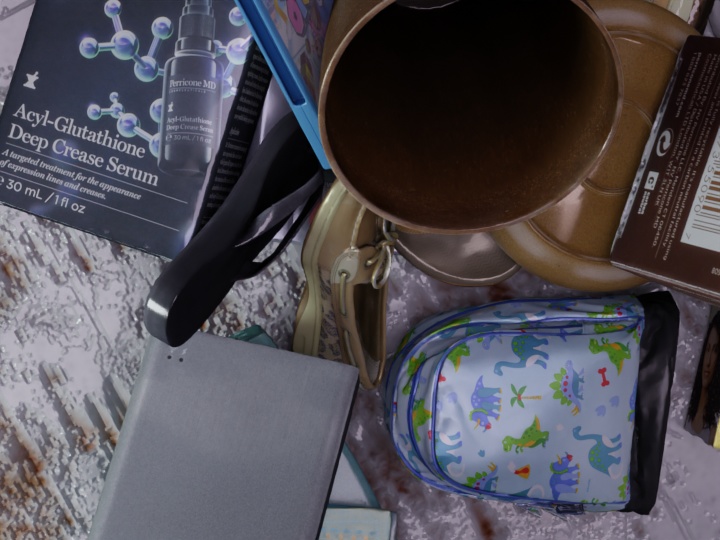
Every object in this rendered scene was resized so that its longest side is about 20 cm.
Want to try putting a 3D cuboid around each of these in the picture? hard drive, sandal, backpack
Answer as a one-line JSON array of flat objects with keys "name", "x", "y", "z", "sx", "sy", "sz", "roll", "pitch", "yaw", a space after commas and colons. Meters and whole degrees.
[{"name": "hard drive", "x": -0.091, "y": 0.142, "z": 1.381, "sx": 0.138, "sy": 0.033, "sz": 0.201, "roll": 12, "pitch": 66, "yaw": 7}, {"name": "sandal", "x": -0.065, "y": -0.025, "z": 1.424, "sx": 0.043, "sy": 0.076, "sz": 0.201, "roll": 27, "pitch": 65, "yaw": 20}, {"name": "backpack", "x": 0.114, "y": 0.092, "z": 1.515, "sx": 0.198, "sy": 0.154, "sz": 0.165, "roll": 8, "pitch": 102, "yaw": 5}, {"name": "sandal", "x": 0.033, "y": -0.063, "z": 1.487, "sx": 0.080, "sy": 0.054, "sz": 0.200, "roll": -44, "pitch": 99, "yaw": -2}]

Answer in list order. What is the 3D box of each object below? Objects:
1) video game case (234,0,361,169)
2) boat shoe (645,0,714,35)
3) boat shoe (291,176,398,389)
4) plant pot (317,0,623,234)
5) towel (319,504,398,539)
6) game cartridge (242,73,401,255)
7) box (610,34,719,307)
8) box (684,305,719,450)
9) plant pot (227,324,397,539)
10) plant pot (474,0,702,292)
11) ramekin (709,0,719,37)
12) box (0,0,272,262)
[{"name": "video game case", "x": -0.043, "y": -0.184, "z": 1.390, "sx": 0.018, "sy": 0.144, "sz": 0.201, "roll": -12, "pitch": 127, "yaw": 22}, {"name": "boat shoe", "x": 0.183, "y": -0.126, "z": 1.536, "sx": 0.076, "sy": 0.072, "sz": 0.201, "roll": 21, "pitch": 92, "yaw": 16}, {"name": "boat shoe", "x": 0.000, "y": 0.000, "z": 1.467, "sx": 0.062, "sy": 0.201, "sz": 0.073, "roll": 27, "pitch": 52, "yaw": 15}, {"name": "plant pot", "x": 0.055, "y": -0.158, "z": 1.391, "sx": 0.185, "sy": 0.201, "sz": 0.188, "roll": -4, "pitch": 128, "yaw": -5}, {"name": "towel", "x": -0.060, "y": 0.244, "z": 1.415, "sx": 0.145, "sy": 0.022, "sz": 0.202, "roll": 8, "pitch": 91, "yaw": -3}, {"name": "game cartridge", "x": 0.014, "y": -0.079, "z": 1.528, "sx": 0.198, "sy": 0.041, "sz": 0.134, "roll": 5, "pitch": 91, "yaw": -8}, {"name": "box", "x": 0.301, "y": -0.039, "z": 1.418, "sx": 0.199, "sy": 0.164, "sz": 0.167, "roll": 20, "pitch": 90, "yaw": -24}, {"name": "box", "x": 0.282, "y": 0.027, "z": 1.552, "sx": 0.050, "sy": 0.075, "sz": 0.202, "roll": 12, "pitch": 93, "yaw": -10}, {"name": "plant pot", "x": -0.067, "y": 0.147, "z": 1.489, "sx": 0.140, "sy": 0.141, "sz": 0.201, "roll": -25, "pitch": 96, "yaw": -4}, {"name": "plant pot", "x": 0.168, "y": -0.084, "z": 1.477, "sx": 0.198, "sy": 0.027, "sz": 0.202, "roll": -1, "pitch": 98, "yaw": -10}, {"name": "ramekin", "x": 0.347, "y": -0.209, "z": 1.525, "sx": 0.199, "sy": 0.098, "sz": 0.202, "roll": -1, "pitch": 96, "yaw": -8}, {"name": "box", "x": -0.145, "y": -0.119, "z": 1.453, "sx": 0.147, "sy": 0.107, "sz": 0.201, "roll": 18, "pitch": 93, "yaw": 6}]
